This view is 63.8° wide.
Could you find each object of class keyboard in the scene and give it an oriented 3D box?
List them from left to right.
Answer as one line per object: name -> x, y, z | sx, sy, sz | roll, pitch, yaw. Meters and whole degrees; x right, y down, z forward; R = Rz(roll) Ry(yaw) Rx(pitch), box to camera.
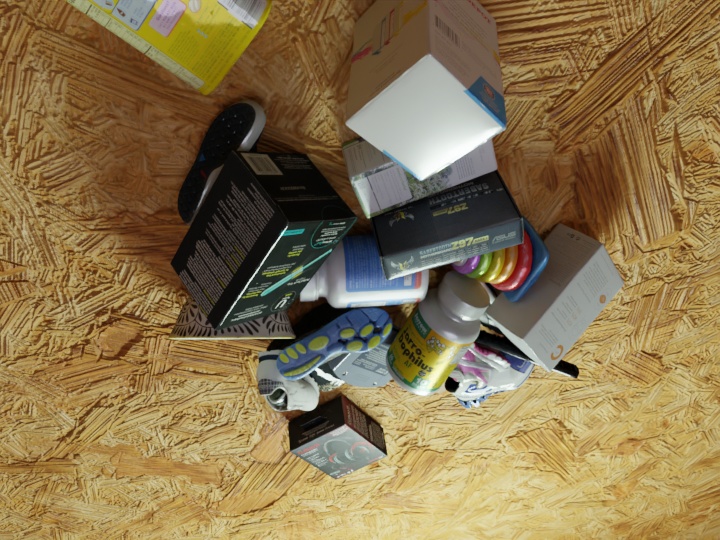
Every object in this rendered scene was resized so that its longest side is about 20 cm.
keyboard -> 0.306, 0.148, 1.079 | 0.197, 0.127, 0.021 | 21, 97, 10

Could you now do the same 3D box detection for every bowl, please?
bowl -> -0.199, 0.061, 0.913 | 0.196, 0.096, 0.201 | 1, 173, 0

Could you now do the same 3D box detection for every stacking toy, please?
stacking toy -> 0.179, -0.026, 0.900 | 0.197, 0.111, 0.117 | 3, 132, -28

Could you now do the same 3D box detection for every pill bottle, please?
pill bottle -> 0.000, 0.000, 0.907 | 0.196, 0.113, 0.114 | -3, 134, -9
pill bottle -> 0.129, 0.103, 0.957 | 0.111, 0.114, 0.202 | 13, 127, -22

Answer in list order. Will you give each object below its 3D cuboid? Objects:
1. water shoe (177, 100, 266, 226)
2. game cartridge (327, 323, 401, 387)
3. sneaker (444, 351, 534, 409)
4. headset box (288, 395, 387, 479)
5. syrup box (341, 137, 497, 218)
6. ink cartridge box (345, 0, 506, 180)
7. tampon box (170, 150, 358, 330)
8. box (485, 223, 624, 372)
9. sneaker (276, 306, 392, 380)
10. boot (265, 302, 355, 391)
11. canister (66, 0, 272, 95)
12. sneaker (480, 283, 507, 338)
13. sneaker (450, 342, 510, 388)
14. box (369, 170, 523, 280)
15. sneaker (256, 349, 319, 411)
water shoe -> -0.176, -0.143, 0.784 | 0.078, 0.072, 0.200 | 2, 138, -52
game cartridge -> 0.023, 0.153, 1.051 | 0.133, 0.042, 0.199 | -42, 147, 10
sneaker -> 0.246, 0.205, 1.170 | 0.114, 0.081, 0.199 | 29, 123, -35
headset box -> -0.054, 0.364, 1.260 | 0.147, 0.076, 0.200 | -29, 132, 16
syrup box -> 0.081, -0.157, 0.797 | 0.197, 0.082, 0.079 | -21, 136, 8
ink cartridge box -> 0.073, -0.236, 0.656 | 0.127, 0.203, 0.124 | 29, 140, -33
tampon box -> -0.133, -0.042, 0.786 | 0.149, 0.127, 0.201 | -12, 148, -55
box -> 0.328, 0.046, 0.976 | 0.201, 0.097, 0.124 | -49, 129, -1
sneaker -> -0.044, 0.109, 0.934 | 0.197, 0.083, 0.072 | -24, 100, -2
boot -> -0.056, 0.143, 1.061 | 0.202, 0.074, 0.153 | -32, 135, 20
canister -> -0.210, -0.298, 0.605 | 0.198, 0.087, 0.148 | 30, 121, -34
sneaker -> 0.207, 0.072, 1.054 | 0.111, 0.074, 0.200 | -25, 130, 23
sneaker -> 0.183, 0.161, 1.083 | 0.198, 0.081, 0.089 | 30, 98, -14
box -> 0.112, -0.080, 0.824 | 0.196, 0.159, 0.051 | -15, 135, 4
sneaker -> -0.130, 0.215, 1.018 | 0.075, 0.082, 0.201 | -14, 144, 15
